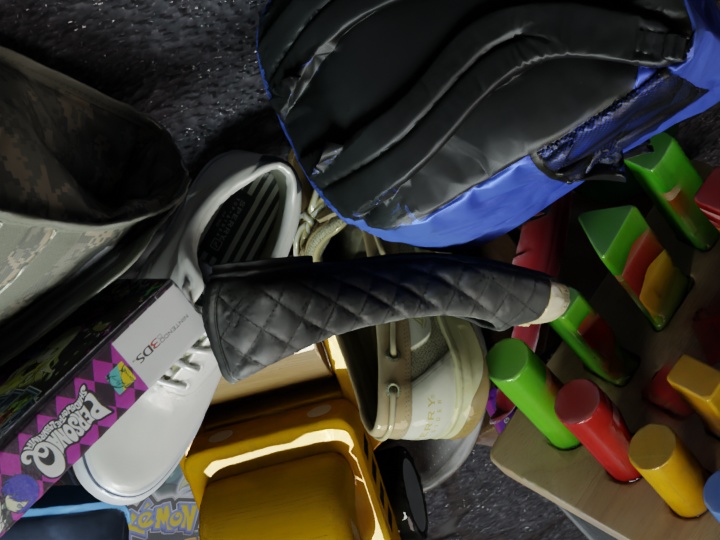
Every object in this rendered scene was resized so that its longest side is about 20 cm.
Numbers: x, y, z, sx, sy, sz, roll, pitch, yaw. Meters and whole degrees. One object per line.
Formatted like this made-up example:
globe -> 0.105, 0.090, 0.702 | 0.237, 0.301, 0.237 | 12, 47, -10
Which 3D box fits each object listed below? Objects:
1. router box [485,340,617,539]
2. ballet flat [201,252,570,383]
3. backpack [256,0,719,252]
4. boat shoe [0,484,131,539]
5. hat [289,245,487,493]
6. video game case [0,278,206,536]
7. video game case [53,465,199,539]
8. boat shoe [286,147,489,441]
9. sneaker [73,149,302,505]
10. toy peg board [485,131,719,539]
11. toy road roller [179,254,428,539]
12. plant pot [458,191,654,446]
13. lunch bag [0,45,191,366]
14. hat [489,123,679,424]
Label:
router box -> 0.180, 0.095, 1.276 | 0.149, 0.051, 0.200 | -35, 134, 9
ballet flat -> 0.013, 0.020, 1.061 | 0.199, 0.057, 0.066 | -2, 179, -29
backpack -> 0.067, -0.097, 1.054 | 0.199, 0.163, 0.168 | -33, 157, 17
boat shoe -> -0.223, 0.161, 1.212 | 0.198, 0.069, 0.084 | -1, -172, -10
hat -> -0.017, 0.040, 1.304 | 0.200, 0.201, 0.081 | -30, -162, 12
video game case -> -0.181, 0.075, 1.075 | 0.181, 0.036, 0.200 | -46, -161, -21
video game case -> -0.144, 0.118, 1.309 | 0.199, 0.182, 0.025 | -8, -165, -31
boat shoe -> -0.001, 0.002, 1.145 | 0.063, 0.202, 0.073 | -3, 144, -31
sneaker -> -0.091, 0.024, 1.144 | 0.073, 0.201, 0.071 | 25, 167, -16
toy peg board -> 0.173, 0.038, 1.113 | 0.201, 0.199, 0.098 | -55, 138, -8
toy road roller -> -0.042, 0.106, 1.208 | 0.122, 0.201, 0.146 | -15, -161, 11
plant pot -> 0.138, 0.037, 1.364 | 0.197, 0.201, 0.200 | 7, 142, -38
lunch bag -> -0.188, -0.016, 1.042 | 0.164, 0.118, 0.200 | -33, 161, 24
hat -> 0.144, -0.055, 1.184 | 0.165, 0.177, 0.200 | -8, 151, -28
